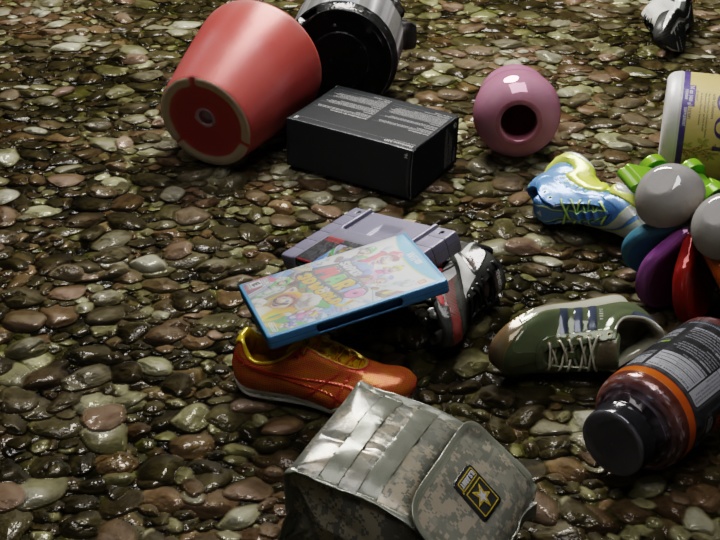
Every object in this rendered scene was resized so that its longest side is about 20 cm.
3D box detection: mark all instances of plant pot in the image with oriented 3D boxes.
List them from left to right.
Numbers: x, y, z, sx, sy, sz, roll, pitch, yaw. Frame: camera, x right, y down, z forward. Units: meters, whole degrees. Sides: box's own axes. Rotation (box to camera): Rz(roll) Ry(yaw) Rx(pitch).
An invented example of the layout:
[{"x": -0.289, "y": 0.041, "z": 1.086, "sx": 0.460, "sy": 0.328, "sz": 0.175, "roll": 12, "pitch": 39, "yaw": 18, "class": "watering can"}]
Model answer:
[{"x": -0.179, "y": -0.255, "z": 1.995, "sx": 0.200, "sy": 0.201, "sz": 0.177, "roll": 13, "pitch": 42, "yaw": 20, "class": "plant pot"}]

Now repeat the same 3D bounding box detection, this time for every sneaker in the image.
[{"x": -0.040, "y": 0.103, "z": 1.485, "sx": 0.199, "sy": 0.077, "sz": 0.073, "roll": 6, "pitch": 29, "yaw": 6, "class": "sneaker"}, {"x": 0.119, "y": 0.022, "z": 1.630, "sx": 0.097, "sy": 0.071, "sz": 0.201, "roll": 1, "pitch": 29, "yaw": 5, "class": "sneaker"}, {"x": 0.287, "y": -0.074, "z": 1.818, "sx": 0.105, "sy": 0.076, "sz": 0.200, "roll": -29, "pitch": 38, "yaw": -12, "class": "sneaker"}, {"x": 0.244, "y": 0.078, "z": 1.539, "sx": 0.200, "sy": 0.067, "sz": 0.090, "roll": -14, "pitch": 28, "yaw": -29, "class": "sneaker"}, {"x": 0.514, "y": -0.417, "z": 2.404, "sx": 0.080, "sy": 0.074, "sz": 0.200, "roll": -3, "pitch": 23, "yaw": 22, "class": "sneaker"}]

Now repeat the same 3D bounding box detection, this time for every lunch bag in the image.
[{"x": 0.049, "y": 0.207, "z": 1.274, "sx": 0.199, "sy": 0.118, "sz": 0.164, "roll": 19, "pitch": 35, "yaw": 18, "class": "lunch bag"}]

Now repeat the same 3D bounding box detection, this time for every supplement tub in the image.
[{"x": 0.307, "y": 0.130, "z": 1.418, "sx": 0.107, "sy": 0.107, "sz": 0.200, "roll": 26, "pitch": 39, "yaw": 36, "class": "supplement tub"}, {"x": 0.512, "y": -0.192, "z": 1.929, "sx": 0.199, "sy": 0.146, "sz": 0.146, "roll": 7, "pitch": 31, "yaw": 11, "class": "supplement tub"}]

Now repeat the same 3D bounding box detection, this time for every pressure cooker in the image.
[{"x": -0.018, "y": -0.348, "z": 2.144, "sx": 0.176, "sy": 0.179, "sz": 0.200, "roll": 41, "pitch": 24, "yaw": -14, "class": "pressure cooker"}]

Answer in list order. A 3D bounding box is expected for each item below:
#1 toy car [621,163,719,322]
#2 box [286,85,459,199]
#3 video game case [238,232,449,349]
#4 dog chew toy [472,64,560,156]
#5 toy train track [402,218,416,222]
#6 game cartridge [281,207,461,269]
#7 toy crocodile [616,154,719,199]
[{"x": 0.387, "y": -0.013, "z": 1.642, "sx": 0.150, "sy": 0.175, "sz": 0.200, "roll": -48, "pitch": 46, "yaw": -6, "class": "toy car"}, {"x": 0.017, "y": -0.181, "z": 1.967, "sx": 0.199, "sy": 0.079, "sz": 0.141, "roll": 17, "pitch": 31, "yaw": 25, "class": "box"}, {"x": -0.021, "y": 0.019, "z": 1.523, "sx": 0.199, "sy": 0.018, "sz": 0.143, "roll": -17, "pitch": 26, "yaw": -11, "class": "video game case"}, {"x": 0.222, "y": -0.241, "z": 2.039, "sx": 0.124, "sy": 0.125, "sz": 0.200, "roll": 2, "pitch": 23, "yaw": 2, "class": "dog chew toy"}, {"x": 0.000, "y": 0.000, "z": 1.699, "sx": 0.114, "sy": 0.033, "sz": 0.200, "roll": 9, "pitch": 36, "yaw": 46, "class": "toy train track"}, {"x": 0.008, "y": -0.022, "z": 1.662, "sx": 0.129, "sy": 0.039, "sz": 0.200, "roll": -29, "pitch": 26, "yaw": -29, "class": "game cartridge"}, {"x": 0.402, "y": -0.102, "z": 1.799, "sx": 0.199, "sy": 0.062, "sz": 0.068, "roll": 3, "pitch": 38, "yaw": -38, "class": "toy crocodile"}]
